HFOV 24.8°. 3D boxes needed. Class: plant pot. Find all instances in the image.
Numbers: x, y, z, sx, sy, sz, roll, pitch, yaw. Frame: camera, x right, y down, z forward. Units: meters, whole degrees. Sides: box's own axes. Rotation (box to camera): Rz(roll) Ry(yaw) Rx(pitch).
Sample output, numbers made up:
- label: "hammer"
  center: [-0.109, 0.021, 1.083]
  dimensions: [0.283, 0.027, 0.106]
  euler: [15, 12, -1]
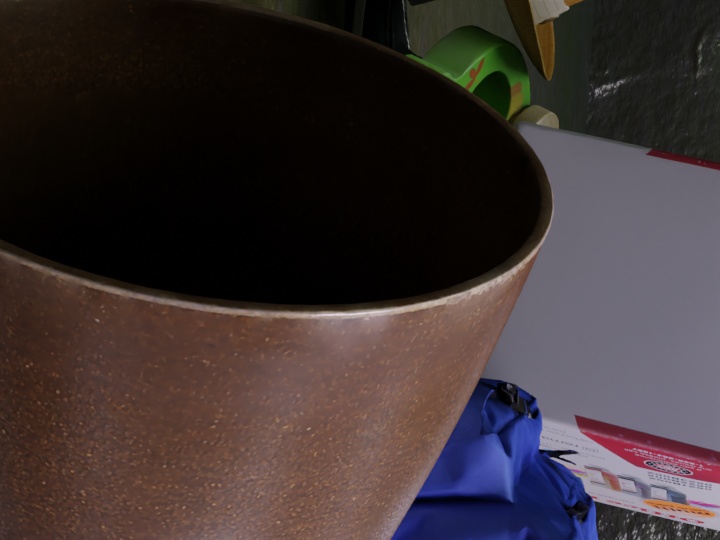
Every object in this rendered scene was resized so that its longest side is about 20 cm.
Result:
- label: "plant pot"
  center: [-0.059, 0.046, 0.478]
  dimensions: [0.187, 0.186, 0.201]
  euler: [-64, 168, -61]

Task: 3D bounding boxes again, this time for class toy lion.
- label: "toy lion"
  center: [0.027, -0.059, 0.928]
  dimensions: [0.200, 0.069, 0.192]
  euler: [-54, 156, -14]

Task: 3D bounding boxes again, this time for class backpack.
- label: "backpack"
  center: [0.032, 0.128, 0.672]
  dimensions: [0.200, 0.162, 0.169]
  euler: [17, 73, -77]

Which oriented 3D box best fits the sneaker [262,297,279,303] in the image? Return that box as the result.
- label: "sneaker"
  center: [-0.029, -0.023, 0.606]
  dimensions: [0.201, 0.080, 0.074]
  euler: [64, -28, 15]

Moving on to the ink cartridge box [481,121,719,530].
- label: "ink cartridge box"
  center: [0.138, 0.037, 0.846]
  dimensions: [0.200, 0.145, 0.145]
  euler: [56, 49, -69]

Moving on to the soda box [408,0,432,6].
- label: "soda box"
  center: [0.028, -0.235, 0.933]
  dimensions: [0.200, 0.063, 0.069]
  euler: [51, 27, -63]

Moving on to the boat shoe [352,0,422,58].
- label: "boat shoe"
  center: [0.031, -0.103, 1.050]
  dimensions: [0.074, 0.066, 0.200]
  euler: [-39, 130, -72]

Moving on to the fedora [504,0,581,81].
- label: "fedora"
  center: [0.115, -0.208, 0.946]
  dimensions: [0.201, 0.081, 0.202]
  euler: [-15, 90, -78]
